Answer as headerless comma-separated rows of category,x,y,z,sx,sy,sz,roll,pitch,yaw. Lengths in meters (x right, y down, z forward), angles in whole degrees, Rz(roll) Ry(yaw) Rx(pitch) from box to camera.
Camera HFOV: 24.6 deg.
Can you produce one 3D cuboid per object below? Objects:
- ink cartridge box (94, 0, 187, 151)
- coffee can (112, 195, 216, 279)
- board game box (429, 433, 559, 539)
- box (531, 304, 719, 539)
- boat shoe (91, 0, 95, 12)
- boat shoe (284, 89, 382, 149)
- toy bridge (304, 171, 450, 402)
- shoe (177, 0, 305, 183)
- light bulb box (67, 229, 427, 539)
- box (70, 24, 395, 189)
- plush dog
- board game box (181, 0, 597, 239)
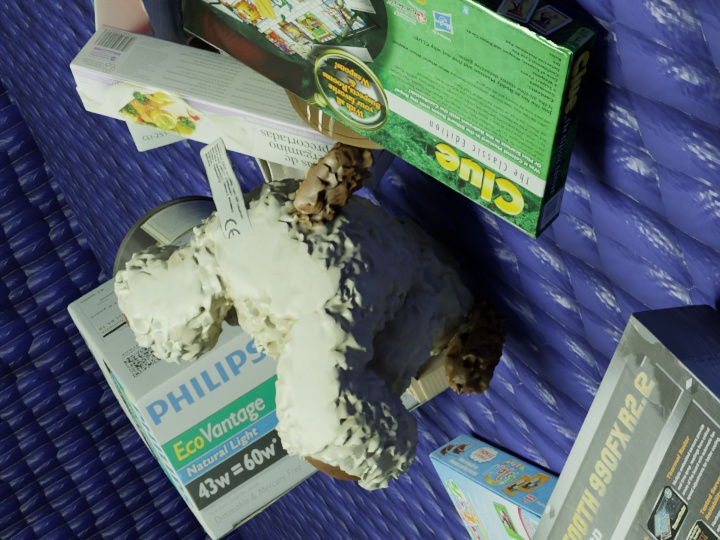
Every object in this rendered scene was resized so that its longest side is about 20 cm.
ink cartridge box,-0.153,-0.208,1.062,0.174,0.043,0.201,72,-174,-48
coffee can,-0.115,0.025,1.375,0.147,0.146,0.200,64,167,-20
board game box,0.122,0.193,1.069,0.152,0.036,0.200,63,166,-12
box,0.133,0.140,0.645,0.158,0.048,0.201,48,130,42
boat shoe,-0.174,-0.214,1.231,0.200,0.072,0.073,53,165,30
boat shoe,-0.014,-0.124,0.856,0.200,0.062,0.074,43,134,46
toy bridge,0.000,0.000,1.041,0.027,0.067,0.201,35,153,62
shoe,-0.082,-0.143,1.066,0.201,0.053,0.070,58,168,8
light bulb box,-0.078,0.054,1.168,0.125,0.197,0.200,63,169,-27
box,-0.073,-0.095,0.943,0.199,0.042,0.039,16,146,22
plush dog,-0.008,0.006,0.909,0.199,0.161,0.171,31,-168,24
board game box,0.004,-0.101,0.691,0.199,0.023,0.105,33,142,21
